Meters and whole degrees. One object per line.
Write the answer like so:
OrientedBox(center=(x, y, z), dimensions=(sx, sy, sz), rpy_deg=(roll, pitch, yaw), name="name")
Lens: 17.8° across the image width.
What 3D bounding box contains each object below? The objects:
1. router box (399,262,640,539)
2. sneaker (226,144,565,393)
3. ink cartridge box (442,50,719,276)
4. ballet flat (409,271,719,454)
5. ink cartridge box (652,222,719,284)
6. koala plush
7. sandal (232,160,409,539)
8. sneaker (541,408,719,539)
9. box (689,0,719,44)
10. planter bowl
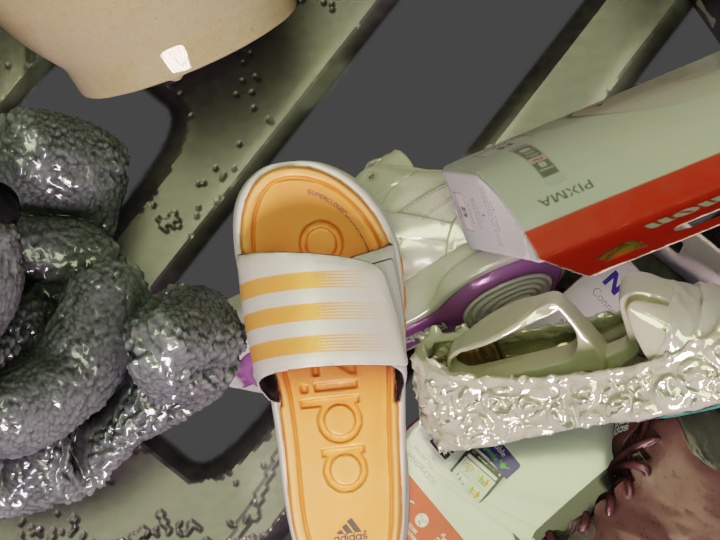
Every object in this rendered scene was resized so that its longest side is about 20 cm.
OrientedBox(center=(0.123, 0.122, 1.127), dimensions=(0.179, 0.049, 0.200), rpy_deg=(-41, 81, -5), name="router box")
OrientedBox(center=(0.000, 0.000, 1.152), dimensions=(0.198, 0.075, 0.100), rpy_deg=(-19, 61, -1), name="sneaker")
OrientedBox(center=(0.136, -0.053, 1.021), dimensions=(0.161, 0.200, 0.058), rpy_deg=(-22, 94, -9), name="ink cartridge box")
OrientedBox(center=(0.111, 0.037, 1.051), dimensions=(0.198, 0.072, 0.072), rpy_deg=(-15, 79, 19), name="ballet flat")
OrientedBox(center=(0.234, 0.006, 1.108), dimensions=(0.199, 0.117, 0.068), rpy_deg=(34, 83, 7), name="ink cartridge box")
OrientedBox(center=(-0.192, 0.021, 1.064), dimensions=(0.184, 0.200, 0.178), rpy_deg=(-44, 62, 12), name="koala plush")
OrientedBox(center=(-0.010, 0.051, 1.073), dimensions=(0.078, 0.059, 0.209), rpy_deg=(-9, 93, 0), name="sandal")
OrientedBox(center=(0.112, 0.114, 1.074), dimensions=(0.198, 0.076, 0.117), rpy_deg=(-9, 75, -10), name="sneaker")
OrientedBox(center=(0.253, -0.164, 1.111), dimensions=(0.164, 0.166, 0.201), rpy_deg=(-33, 81, -3), name="box")
OrientedBox(center=(-0.109, -0.168, 1.128), dimensions=(0.199, 0.200, 0.136), rpy_deg=(-23, 108, -2), name="planter bowl")
